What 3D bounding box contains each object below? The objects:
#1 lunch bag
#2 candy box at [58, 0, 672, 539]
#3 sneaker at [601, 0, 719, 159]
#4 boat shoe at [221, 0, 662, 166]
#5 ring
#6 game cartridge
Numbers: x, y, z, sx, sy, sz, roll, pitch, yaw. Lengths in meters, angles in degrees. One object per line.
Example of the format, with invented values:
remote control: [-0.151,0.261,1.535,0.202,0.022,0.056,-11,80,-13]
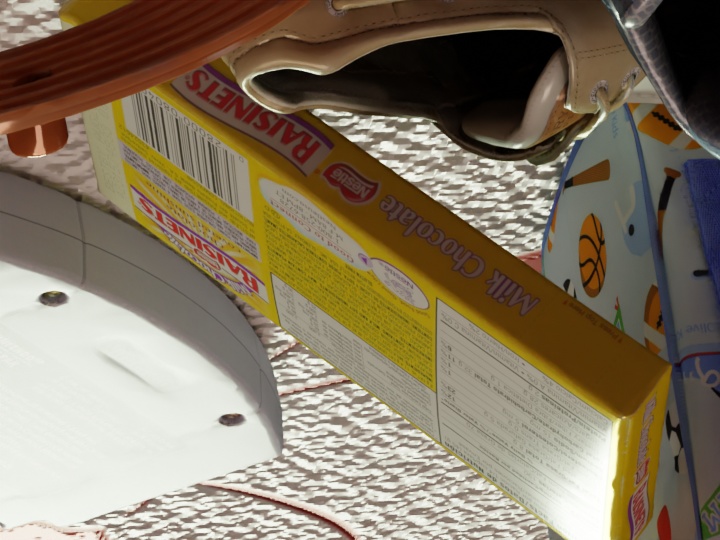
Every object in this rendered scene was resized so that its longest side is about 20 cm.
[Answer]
lunch bag: [0.106,0.048,0.908,0.075,0.201,0.161,-2,152,-12]
candy box: [0.000,0.000,0.835,0.026,0.200,0.102,-48,161,-18]
sneaker: [0.096,-0.055,0.717,0.079,0.096,0.200,-18,151,23]
boat shoe: [0.044,-0.064,0.822,0.199,0.069,0.075,6,150,-25]
ring: [-0.097,-0.061,0.683,0.199,0.201,0.019,-8,115,1]
game cartridge: [-0.113,0.030,1.000,0.132,0.041,0.200,-15,152,22]
